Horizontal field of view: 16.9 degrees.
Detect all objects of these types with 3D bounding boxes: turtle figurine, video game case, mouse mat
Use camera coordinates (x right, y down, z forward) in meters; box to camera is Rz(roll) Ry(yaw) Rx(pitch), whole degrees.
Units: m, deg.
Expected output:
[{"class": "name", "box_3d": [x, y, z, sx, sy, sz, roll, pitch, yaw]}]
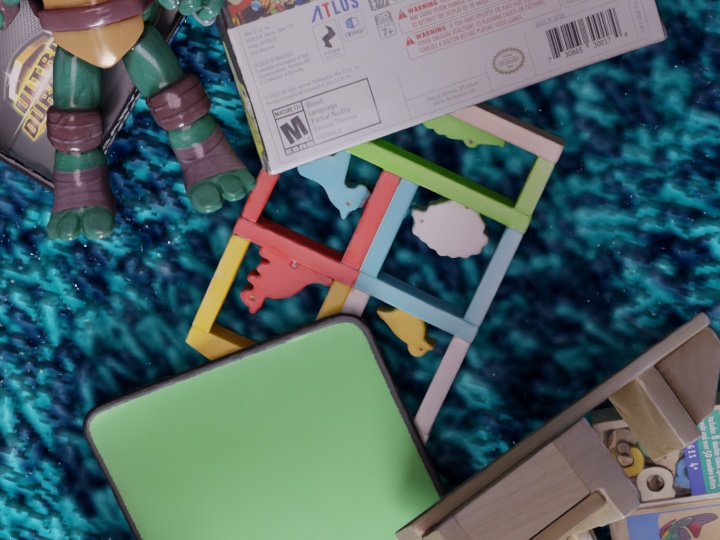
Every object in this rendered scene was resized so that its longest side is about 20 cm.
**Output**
[{"class": "turtle figurine", "box_3d": [-0.121, -0.117, 1.086, 0.149, 0.101, 0.200, -6, 118, 21]}, {"class": "video game case", "box_3d": [0.022, -0.160, 1.109, 0.200, 0.036, 0.182, -20, 101, -7]}, {"class": "mouse mat", "box_3d": [-0.032, 0.131, 1.213, 0.161, 0.008, 0.200, -21, 106, 15]}]

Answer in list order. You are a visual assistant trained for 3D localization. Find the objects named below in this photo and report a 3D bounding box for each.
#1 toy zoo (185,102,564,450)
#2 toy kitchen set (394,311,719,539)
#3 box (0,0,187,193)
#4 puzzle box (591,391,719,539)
[{"class": "toy zoo", "box_3d": [0.000, 0.000, 1.185, 0.131, 0.020, 0.200, 25, 104, 0]}, {"class": "toy kitchen set", "box_3d": [0.135, 0.142, 1.096, 0.163, 0.200, 0.181, -36, 85, -9]}, {"class": "box", "box_3d": [-0.152, -0.160, 1.154, 0.159, 0.046, 0.200, 32, 104, -1]}, {"class": "puzzle box", "box_3d": [0.195, 0.156, 1.194, 0.133, 0.025, 0.201, -10, 101, 9]}]
